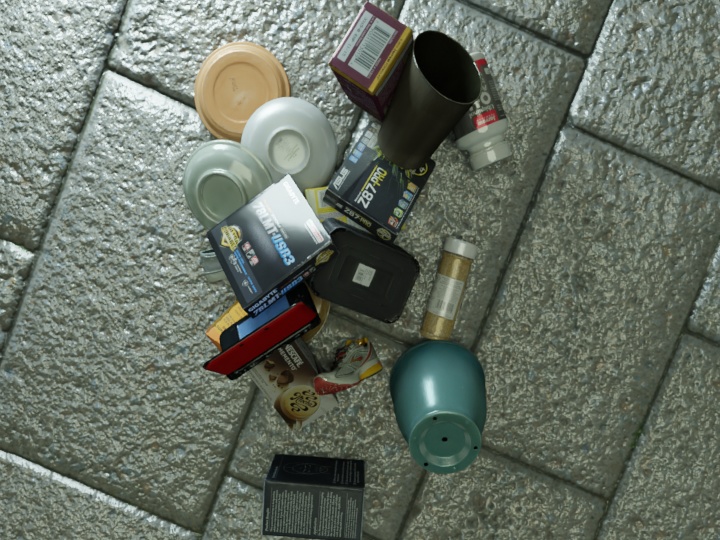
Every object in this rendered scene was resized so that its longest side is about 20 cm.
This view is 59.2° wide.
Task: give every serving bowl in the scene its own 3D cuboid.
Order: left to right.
[{"bbox_3d":[-0.140,-0.234,1.242,0.193,0.066,0.207,-1,102,-5],"label":"serving bowl"}]

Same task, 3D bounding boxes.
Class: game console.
[{"bbox_3d":[-0.181,0.091,1.120,0.197,0.174,0.120,-31,132,1],"label":"game console"}]

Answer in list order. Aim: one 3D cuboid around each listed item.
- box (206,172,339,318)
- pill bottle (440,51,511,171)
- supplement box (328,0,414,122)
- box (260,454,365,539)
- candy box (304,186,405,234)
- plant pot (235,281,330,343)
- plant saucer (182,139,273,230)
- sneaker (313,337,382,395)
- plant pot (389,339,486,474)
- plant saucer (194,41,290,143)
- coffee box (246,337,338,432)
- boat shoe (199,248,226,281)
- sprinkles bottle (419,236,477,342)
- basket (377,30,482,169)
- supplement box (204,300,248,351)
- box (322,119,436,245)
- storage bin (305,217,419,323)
[{"bbox_3d":[-0.163,-0.050,1.155,0.196,0.050,0.202,-35,56,2],"label":"box"},{"bbox_3d":[0.222,-0.304,1.230,0.108,0.111,0.205,-21,93,1],"label":"pill bottle"},{"bbox_3d":[0.031,-0.378,1.177,0.102,0.200,0.133,34,92,10],"label":"supplement box"},{"bbox_3d":[-0.089,0.446,1.256,0.193,0.148,0.111,5,93,0],"label":"box"},{"bbox_3d":[-0.010,-0.121,1.262,0.194,0.026,0.106,-9,97,-14],"label":"candy box"},{"bbox_3d":[-0.157,0.056,1.295,0.193,0.027,0.207,0,93,1],"label":"plant pot"},{"bbox_3d":[-0.264,-0.147,1.234,0.194,0.050,0.206,6,116,12],"label":"plant saucer"},{"bbox_3d":[-0.033,0.185,1.231,0.076,0.199,0.084,-23,87,29],"label":"sneaker"},{"bbox_3d":[0.152,0.269,1.198,0.193,0.189,0.206,1,114,2],"label":"plant pot"},{"bbox_3d":[-0.237,-0.354,1.270,0.193,0.032,0.207,0,93,0],"label":"plant saucer"},{"bbox_3d":[-0.139,0.201,1.237,0.111,0.080,0.203,-30,120,1],"label":"coffee box"},{"bbox_3d":[-0.222,-0.042,1.237,0.195,0.070,0.073,-19,108,5],"label":"boat shoe"},{"bbox_3d":[0.175,0.039,1.272,0.066,0.068,0.206,16,93,-1],"label":"sprinkles bottle"},{"bbox_3d":[0.116,-0.295,1.163,0.132,0.201,0.185,6,54,-21],"label":"basket"},{"bbox_3d":[-0.212,0.073,1.250,0.200,0.069,0.067,-44,94,0],"label":"supplement box"},{"bbox_3d":[0.040,-0.172,1.224,0.159,0.049,0.202,32,60,0],"label":"box"},{"bbox_3d":[0.000,0.000,1.225,0.196,0.094,0.138,21,99,-21],"label":"storage bin"}]
